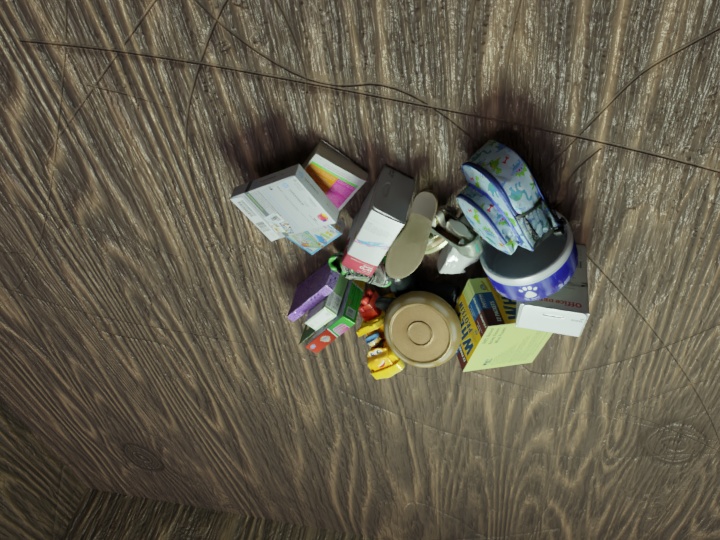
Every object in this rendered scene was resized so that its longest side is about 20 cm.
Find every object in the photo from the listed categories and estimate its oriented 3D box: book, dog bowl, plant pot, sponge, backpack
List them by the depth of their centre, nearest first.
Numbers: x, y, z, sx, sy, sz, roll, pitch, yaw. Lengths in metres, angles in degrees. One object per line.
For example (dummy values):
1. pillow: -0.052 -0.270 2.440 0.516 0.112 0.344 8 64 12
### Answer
1. backpack: 0.281 -0.143 1.262 0.146 0.183 0.201 -37 121 -3
2. dog bowl: 0.359 -0.036 1.352 0.197 0.203 0.079 -11 135 28
3. book: -0.087 -0.189 1.450 0.132 0.049 0.200 30 139 -17
4. plant pot: 0.146 0.150 1.540 0.196 0.028 0.204 7 112 17
5. sponge: -0.122 0.048 1.670 0.030 0.113 0.199 34 136 -20

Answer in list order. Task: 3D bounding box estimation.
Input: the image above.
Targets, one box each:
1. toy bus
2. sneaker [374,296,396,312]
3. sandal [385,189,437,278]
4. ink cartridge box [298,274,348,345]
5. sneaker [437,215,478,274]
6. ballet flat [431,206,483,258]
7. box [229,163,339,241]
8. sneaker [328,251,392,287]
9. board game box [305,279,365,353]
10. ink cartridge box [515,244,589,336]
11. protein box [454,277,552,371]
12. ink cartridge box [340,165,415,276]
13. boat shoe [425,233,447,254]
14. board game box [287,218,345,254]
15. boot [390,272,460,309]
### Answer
1. toy bus: 0.055 0.153 1.670 0.135 0.202 0.192 -25 118 41
2. sneaker: 0.120 0.131 1.596 0.197 0.092 0.076 26 179 11
3. sandal: 0.121 -0.083 1.395 0.077 0.070 0.215 25 115 7
4. ink cartridge box: -0.113 0.096 1.693 0.048 0.147 0.199 34 136 -19
5. sneaker: 0.253 -0.058 1.475 0.087 0.076 0.201 10 146 -13
6. ballet flat: 0.190 -0.101 1.376 0.200 0.067 0.064 42 170 39
7. box: -0.170 -0.146 1.413 0.197 0.042 0.156 -12 136 35
8. sneaker: 0.000 0.000 1.533 0.198 0.084 0.080 13 110 46
9. board game box: -0.067 0.113 1.693 0.040 0.155 0.200 30 138 -18
10. ink cartridge box: 0.424 0.034 1.408 0.142 0.202 0.085 8 139 9
11. protein box: 0.341 0.125 1.532 0.196 0.137 0.200 -5 142 -17
12. ink cartridge box: 0.037 -0.107 1.420 0.084 0.149 0.201 24 140 -9
13. boat shoe: 0.138 -0.081 1.477 0.199 0.074 0.063 -18 131 44
14. board game box: -0.152 -0.126 1.498 0.199 0.035 0.134 35 141 -23
15. boot: 0.162 0.045 1.573 0.159 0.075 0.199 11 161 15
